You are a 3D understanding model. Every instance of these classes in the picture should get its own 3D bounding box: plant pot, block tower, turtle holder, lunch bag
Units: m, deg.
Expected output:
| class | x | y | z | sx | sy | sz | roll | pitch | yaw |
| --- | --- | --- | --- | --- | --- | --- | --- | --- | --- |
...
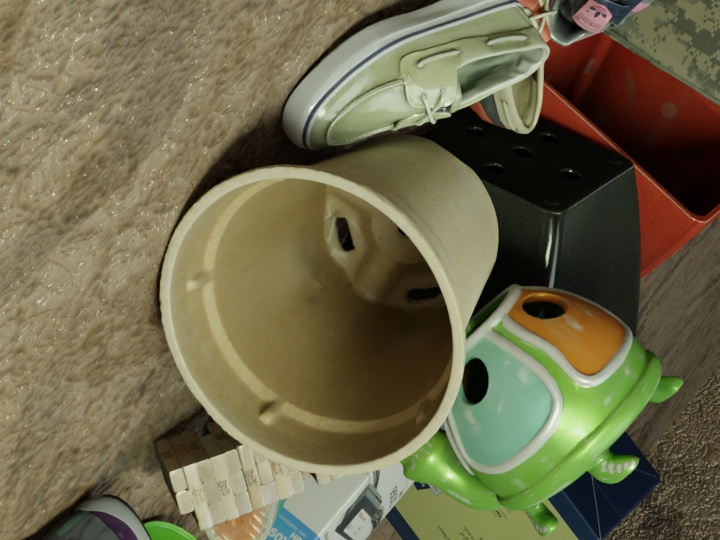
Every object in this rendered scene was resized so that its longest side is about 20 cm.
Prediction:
| class | x | y | z | sx | sy | sz | roll | pitch | yaw |
| --- | --- | --- | --- | --- | --- | --- | --- | --- | --- |
| plant pot | 0.211 | -0.083 | 1.434 | 0.200 | 0.200 | 0.177 | -33 | 161 | -46 |
| block tower | -0.043 | 0.122 | 1.215 | 0.199 | 0.058 | 0.054 | -18 | 114 | -13 |
| plant pot | 0.000 | 0.000 | 1.093 | 0.201 | 0.200 | 0.183 | -65 | 170 | 30 |
| turtle holder | 0.114 | 0.088 | 1.158 | 0.141 | 0.132 | 0.185 | -48 | -176 | -27 |
| plant pot | 0.107 | -0.014 | 1.305 | 0.200 | 0.199 | 0.178 | -29 | 139 | -51 |
| lunch bag | 0.301 | -0.224 | 1.378 | 0.167 | 0.200 | 0.140 | -8 | 129 | -56 |

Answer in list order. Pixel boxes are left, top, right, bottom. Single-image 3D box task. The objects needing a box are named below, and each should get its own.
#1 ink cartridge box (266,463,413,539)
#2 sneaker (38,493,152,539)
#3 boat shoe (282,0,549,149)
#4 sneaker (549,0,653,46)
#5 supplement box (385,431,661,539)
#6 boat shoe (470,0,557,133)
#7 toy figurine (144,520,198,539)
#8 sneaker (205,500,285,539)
| class | x | y | z | sx | sy | sz | roll | pitch | yaw |
| --- | --- | --- | --- | --- | --- | --- | --- | --- | --- |
| ink cartridge box | -0.028 | 0.190 | 1.477 | 0.200 | 0.084 | 0.145 | -48 | 161 | -20 |
| sneaker | -0.152 | 0.251 | 1.129 | 0.087 | 0.200 | 0.074 | -28 | 167 | -42 |
| boat shoe | 0.040 | -0.127 | 1.092 | 0.200 | 0.062 | 0.072 | -32 | 153 | -27 |
| sneaker | 0.197 | -0.212 | 1.240 | 0.082 | 0.070 | 0.200 | -55 | -174 | -14 |
| supplement box | 0.136 | 0.194 | 1.624 | 0.200 | 0.200 | 0.134 | -42 | 172 | 40 |
| boat shoe | 0.109 | -0.176 | 1.207 | 0.071 | 0.062 | 0.200 | -41 | 156 | -27 |
| toy figurine | -0.201 | 0.304 | 1.254 | 0.184 | 0.150 | 0.200 | -48 | -170 | 26 |
| sneaker | -0.067 | 0.116 | 1.297 | 0.080 | 0.071 | 0.201 | -61 | 173 | -69 |
